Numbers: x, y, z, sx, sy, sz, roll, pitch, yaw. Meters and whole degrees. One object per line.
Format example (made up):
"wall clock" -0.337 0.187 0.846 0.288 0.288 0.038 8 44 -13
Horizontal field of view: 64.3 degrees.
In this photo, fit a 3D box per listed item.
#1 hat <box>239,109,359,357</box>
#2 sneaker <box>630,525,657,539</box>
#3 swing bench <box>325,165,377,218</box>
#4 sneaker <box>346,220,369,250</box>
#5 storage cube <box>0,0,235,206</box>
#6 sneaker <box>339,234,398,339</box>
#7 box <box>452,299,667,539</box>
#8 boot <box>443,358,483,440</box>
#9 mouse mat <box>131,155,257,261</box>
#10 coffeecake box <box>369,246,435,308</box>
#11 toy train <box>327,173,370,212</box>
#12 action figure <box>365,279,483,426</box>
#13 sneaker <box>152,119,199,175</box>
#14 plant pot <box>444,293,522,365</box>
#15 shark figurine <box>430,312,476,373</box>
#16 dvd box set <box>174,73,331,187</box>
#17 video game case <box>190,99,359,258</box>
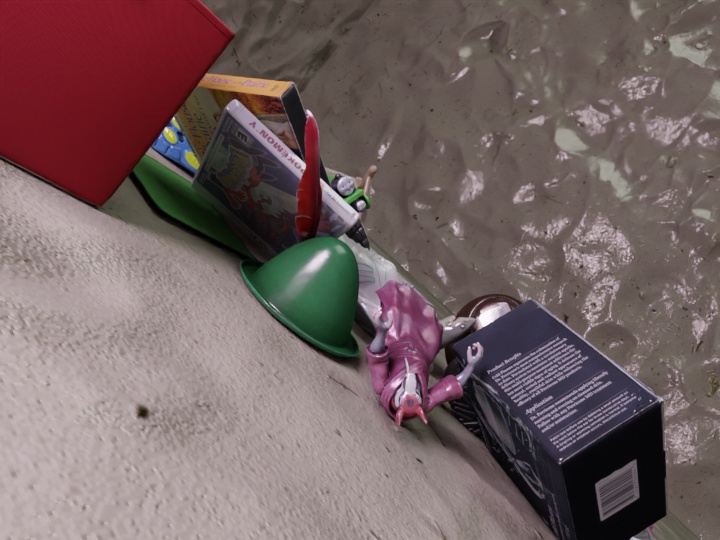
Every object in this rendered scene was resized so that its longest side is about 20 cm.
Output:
"hat" -0.019 -0.024 0.623 0.165 0.177 0.200 40 6 13
"sneaker" 0.336 0.332 0.762 0.088 0.081 0.200 43 6 7
"swing bench" -0.091 -0.165 1.137 0.197 0.131 0.200 17 -1 -10
"sneaker" -0.059 -0.082 0.876 0.200 0.076 0.088 41 3 12
"storage cube" -0.240 -0.192 0.450 0.200 0.180 0.171 35 8 -48
"sneaker" 0.000 0.000 0.803 0.201 0.080 0.070 58 -20 -14
"box" 0.222 0.177 0.646 0.197 0.123 0.201 52 -13 56
"boot" 0.192 0.191 0.860 0.212 0.079 0.158 51 11 -11
"mouse mat" -0.215 -0.088 0.685 0.200 0.008 0.161 46 7 36
"coffeecake box" 0.035 0.023 1.131 0.200 0.073 0.153 44 7 27
"toy train" -0.052 -0.103 0.747 0.200 0.042 0.057 18 -40 59
"action figure" 0.039 0.100 0.610 0.133 0.149 0.200 31 27 -10
"sneaker" -0.263 -0.187 0.868 0.199 0.071 0.083 40 -8 -19
"plant pot" 0.231 0.114 0.975 0.187 0.187 0.200 43 -6 21
"shark figurine" 0.100 0.122 0.946 0.090 0.127 0.214 65 -15 -6
"dvd box set" -0.136 -0.156 0.670 0.199 0.029 0.147 18 -35 31
"video game case" -0.112 -0.085 0.689 0.182 0.023 0.200 42 -31 -9
